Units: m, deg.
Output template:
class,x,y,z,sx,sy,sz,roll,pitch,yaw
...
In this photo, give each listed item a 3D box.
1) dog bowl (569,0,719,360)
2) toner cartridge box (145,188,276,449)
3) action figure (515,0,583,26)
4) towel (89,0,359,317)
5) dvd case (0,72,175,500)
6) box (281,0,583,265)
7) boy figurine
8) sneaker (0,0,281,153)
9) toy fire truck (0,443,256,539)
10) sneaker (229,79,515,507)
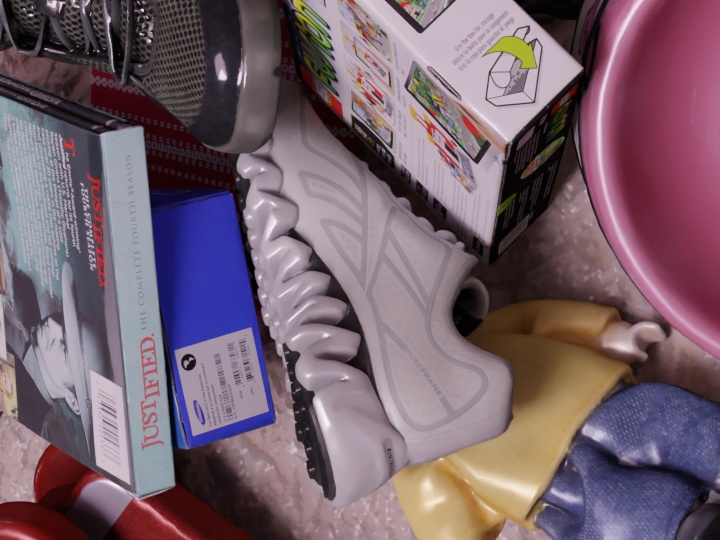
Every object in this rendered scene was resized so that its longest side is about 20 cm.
class,x,y,z,sx,sy,sz,roll,pitch,yaw
dog bowl,0.159,-0.049,0.728,0.200,0.074,0.200,5,108,15
toner cartridge box,-0.109,0.016,0.952,0.200,0.043,0.095,2,104,58
action figure,0.058,-0.142,0.814,0.200,0.102,0.119,29,88,-11
towel,-0.055,-0.084,0.956,0.145,0.022,0.200,13,106,35
dvd case,-0.136,-0.005,0.924,0.200,0.022,0.146,23,121,55
box,0.021,-0.068,0.793,0.035,0.200,0.110,-44,82,-6
boy figurine,0.061,0.066,0.855,0.200,0.064,0.124,16,67,38
sneaker,-0.099,-0.096,0.853,0.199,0.114,0.076,-129,42,-54
toy fire truck,-0.107,0.175,0.995,0.168,0.112,0.200,37,117,2
sneaker,0.000,0.000,0.856,0.075,0.081,0.200,82,171,-47
